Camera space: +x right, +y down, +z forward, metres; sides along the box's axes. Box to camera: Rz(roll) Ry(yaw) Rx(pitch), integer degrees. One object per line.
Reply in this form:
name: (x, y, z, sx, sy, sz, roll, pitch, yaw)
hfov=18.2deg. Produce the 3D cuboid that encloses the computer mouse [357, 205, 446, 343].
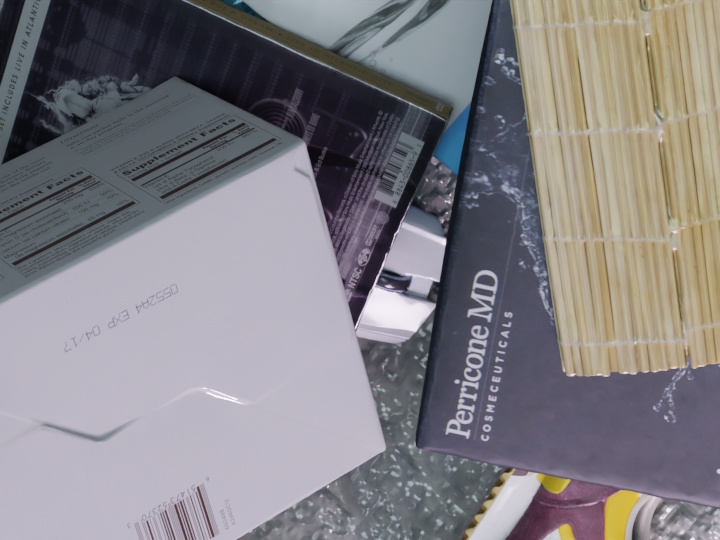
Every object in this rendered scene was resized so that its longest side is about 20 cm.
computer mouse: (0.000, 0.000, 1.052, 0.199, 0.044, 0.110, 21, 107, 8)

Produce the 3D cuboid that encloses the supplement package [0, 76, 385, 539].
supplement package: (-0.113, 0.040, 0.930, 0.199, 0.111, 0.157, -29, 123, -23)

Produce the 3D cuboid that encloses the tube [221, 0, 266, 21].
tube: (-0.073, -0.093, 1.050, 0.199, 0.050, 0.078, -31, 109, 13)

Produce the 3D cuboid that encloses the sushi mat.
sushi mat: (0.109, -0.058, 0.838, 0.095, 0.012, 0.201, -7, 108, 8)

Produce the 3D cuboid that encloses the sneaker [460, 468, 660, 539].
sneaker: (0.086, 0.149, 1.049, 0.090, 0.075, 0.201, 33, 109, 10)

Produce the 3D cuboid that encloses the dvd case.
dvd case: (-0.075, -0.054, 1.002, 0.199, 0.016, 0.149, 24, 126, 0)

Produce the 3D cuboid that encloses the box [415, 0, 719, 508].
box: (0.137, -0.017, 0.919, 0.198, 0.118, 0.198, 11, 111, 4)

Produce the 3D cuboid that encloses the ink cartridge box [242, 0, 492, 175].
ink cartridge box: (0.019, -0.139, 0.983, 0.200, 0.067, 0.116, 38, 108, -10)
